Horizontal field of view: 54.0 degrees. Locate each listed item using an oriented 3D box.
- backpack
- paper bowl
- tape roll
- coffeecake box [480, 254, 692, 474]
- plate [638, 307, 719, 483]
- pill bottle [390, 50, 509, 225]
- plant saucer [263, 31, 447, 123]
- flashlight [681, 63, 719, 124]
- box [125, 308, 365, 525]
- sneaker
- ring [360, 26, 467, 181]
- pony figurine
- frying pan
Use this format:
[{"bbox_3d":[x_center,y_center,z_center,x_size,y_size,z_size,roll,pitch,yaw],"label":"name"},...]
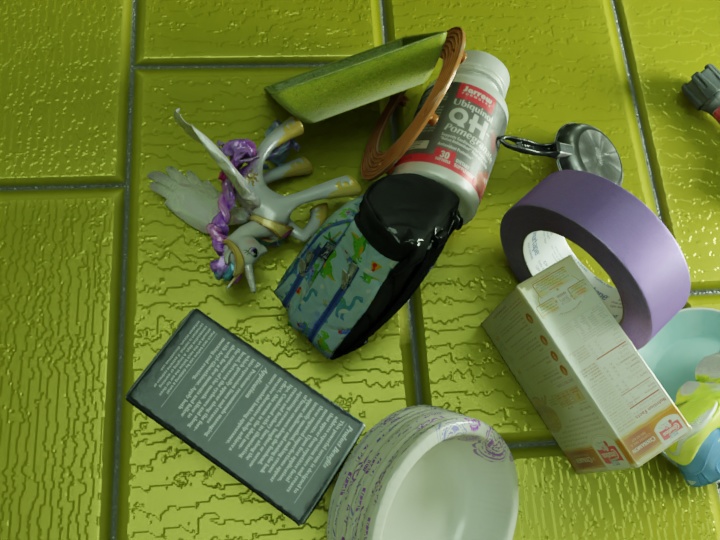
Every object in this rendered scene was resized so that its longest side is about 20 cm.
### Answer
[{"bbox_3d":[0.000,0.000,0.748,0.153,0.201,0.163,27,31,11],"label":"backpack"},{"bbox_3d":[0.053,0.230,0.684,0.200,0.104,0.202,-6,100,-38],"label":"paper bowl"},{"bbox_3d":[0.245,-0.008,0.759,0.066,0.200,0.200,-40,79,-16],"label":"tape roll"},{"bbox_3d":[0.225,0.106,0.744,0.073,0.154,0.200,-28,76,-13],"label":"coffeecake box"},{"bbox_3d":[0.402,0.142,0.815,0.199,0.026,0.201,2,72,-5],"label":"plate"},{"bbox_3d":[0.113,-0.161,0.845,0.110,0.111,0.201,21,67,3],"label":"pill bottle"},{"bbox_3d":[-0.010,-0.223,0.831,0.199,0.200,0.048,-21,109,-4],"label":"plant saucer"},{"bbox_3d":[0.498,-0.178,0.909,0.068,0.068,0.200,-32,78,-19],"label":"flashlight"},{"bbox_3d":[-0.108,0.150,0.704,0.200,0.149,0.107,34,72,7],"label":"box"},{"bbox_3d":[0.398,0.159,0.769,0.200,0.076,0.105,-28,105,-23],"label":"sneaker"},{"bbox_3d":[0.062,-0.188,0.814,0.019,0.200,0.201,29,70,-17],"label":"ring"},{"bbox_3d":[-0.127,-0.091,0.798,0.193,0.167,0.200,47,58,3],"label":"pony figurine"},{"bbox_3d":[0.257,-0.153,0.865,0.190,0.031,0.115,32,58,-20],"label":"frying pan"}]
